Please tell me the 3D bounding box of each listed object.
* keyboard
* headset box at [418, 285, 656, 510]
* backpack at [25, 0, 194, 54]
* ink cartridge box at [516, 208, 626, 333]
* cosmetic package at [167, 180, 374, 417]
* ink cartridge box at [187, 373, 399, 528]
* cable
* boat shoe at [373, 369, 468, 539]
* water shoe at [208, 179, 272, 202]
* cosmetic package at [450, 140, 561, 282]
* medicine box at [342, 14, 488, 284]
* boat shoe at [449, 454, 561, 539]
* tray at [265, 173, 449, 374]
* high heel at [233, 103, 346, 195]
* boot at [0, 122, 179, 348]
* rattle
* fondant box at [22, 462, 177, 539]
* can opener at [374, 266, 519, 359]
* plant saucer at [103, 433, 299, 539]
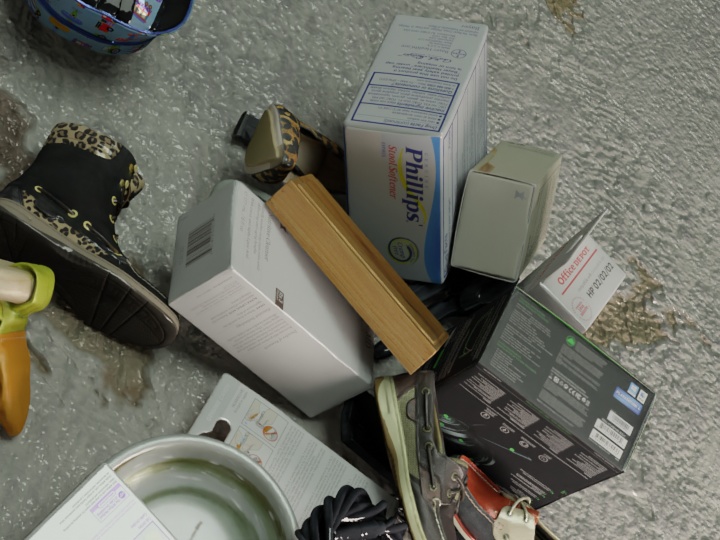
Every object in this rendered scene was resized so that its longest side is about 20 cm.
[{"bbox_3d":[0.046,0.200,1.735,0.200,0.040,0.105,41,33,-20],"label":"keyboard"},{"bbox_3d":[0.144,0.129,1.754,0.174,0.200,0.093,36,58,-10],"label":"headset box"},{"bbox_3d":[-0.245,-0.286,1.792,0.181,0.135,0.201,25,45,-24],"label":"backpack"},{"bbox_3d":[0.185,0.038,1.851,0.068,0.200,0.115,45,41,-1],"label":"ink cartridge box"},{"bbox_3d":[-0.076,0.029,1.687,0.200,0.081,0.114,39,36,-34],"label":"cosmetic package"},{"bbox_3d":[-0.077,0.207,1.618,0.199,0.050,0.163,36,43,-6],"label":"ink cartridge box"},{"bbox_3d":[0.002,0.259,1.544,0.200,0.050,0.164,54,41,-46],"label":"cable"},{"bbox_3d":[0.064,0.182,1.657,0.073,0.064,0.202,50,22,-74],"label":"boat shoe"},{"bbox_3d":[-0.063,-0.019,1.803,0.199,0.072,0.079,37,14,-9],"label":"water shoe"},{"bbox_3d":[0.151,-0.064,1.915,0.070,0.106,0.200,14,13,11],"label":"cosmetic package"},{"bbox_3d":[0.059,-0.123,1.870,0.102,0.184,0.201,9,41,14],"label":"medicine box"},{"bbox_3d":[0.146,0.243,1.736,0.200,0.062,0.071,50,32,-11],"label":"boat shoe"},{"bbox_3d":[0.000,0.000,1.705,0.200,0.037,0.099,50,12,2],"label":"tray"},{"bbox_3d":[-0.043,-0.102,1.809,0.142,0.072,0.200,26,7,-16],"label":"high heel"},{"bbox_3d":[-0.227,-0.034,1.661,0.199,0.073,0.151,32,43,-8],"label":"boot"},{"bbox_3d":[-0.357,0.033,1.526,0.198,0.144,0.130,12,17,-14],"label":"rattle"},{"bbox_3d":[-0.181,0.270,1.421,0.200,0.058,0.144,47,68,0],"label":"fondant box"},{"bbox_3d":[0.070,0.030,1.868,0.199,0.079,0.064,-23,82,-38],"label":"can opener"},{"bbox_3d":[-0.146,0.234,1.500,0.198,0.050,0.202,5,75,-17],"label":"plant saucer"}]
